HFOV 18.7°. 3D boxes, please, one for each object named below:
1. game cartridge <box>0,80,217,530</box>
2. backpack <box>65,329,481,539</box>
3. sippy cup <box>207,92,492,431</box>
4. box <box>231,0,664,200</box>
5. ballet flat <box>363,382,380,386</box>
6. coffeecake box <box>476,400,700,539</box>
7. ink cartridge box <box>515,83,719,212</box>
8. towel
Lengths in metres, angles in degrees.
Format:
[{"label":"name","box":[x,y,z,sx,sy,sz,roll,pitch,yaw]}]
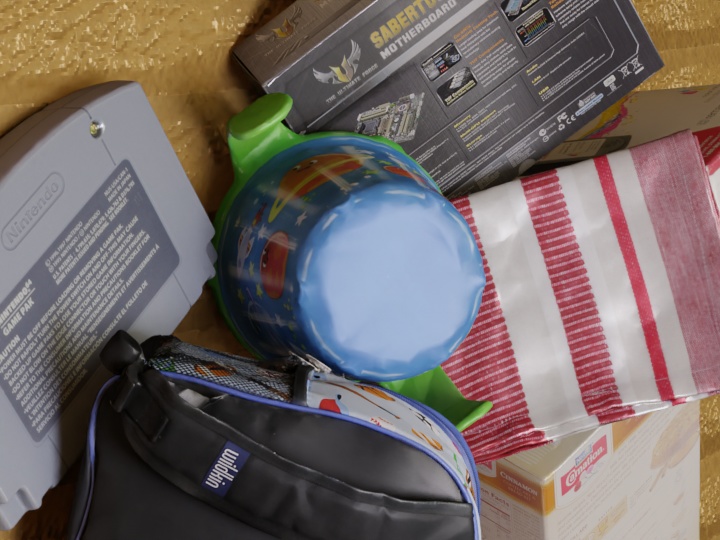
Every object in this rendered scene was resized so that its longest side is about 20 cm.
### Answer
[{"label":"game cartridge","box":[-0.146,0.006,1.034,0.200,0.041,0.133,-55,128,-39]},{"label":"backpack","box":[-0.037,0.131,1.036,0.154,0.190,0.201,-54,157,-72]},{"label":"sippy cup","box":[0.000,0.000,1.112,0.177,0.130,0.140,20,92,-17]},{"label":"box","box":[0.051,-0.117,1.207,0.200,0.048,0.158,-38,129,-1]},{"label":"ballet flat","box":[-0.004,0.110,1.210,0.200,0.071,0.071,-49,128,-50]},{"label":"coffeecake box","box":[0.135,0.134,1.324,0.153,0.073,0.200,-39,141,-31]},{"label":"ink cartridge box","box":[0.159,-0.047,1.325,0.148,0.200,0.086,-41,121,-47]},{"label":"towel","box":[0.107,0.018,1.195,0.023,0.199,0.144,47,27,-84]}]
